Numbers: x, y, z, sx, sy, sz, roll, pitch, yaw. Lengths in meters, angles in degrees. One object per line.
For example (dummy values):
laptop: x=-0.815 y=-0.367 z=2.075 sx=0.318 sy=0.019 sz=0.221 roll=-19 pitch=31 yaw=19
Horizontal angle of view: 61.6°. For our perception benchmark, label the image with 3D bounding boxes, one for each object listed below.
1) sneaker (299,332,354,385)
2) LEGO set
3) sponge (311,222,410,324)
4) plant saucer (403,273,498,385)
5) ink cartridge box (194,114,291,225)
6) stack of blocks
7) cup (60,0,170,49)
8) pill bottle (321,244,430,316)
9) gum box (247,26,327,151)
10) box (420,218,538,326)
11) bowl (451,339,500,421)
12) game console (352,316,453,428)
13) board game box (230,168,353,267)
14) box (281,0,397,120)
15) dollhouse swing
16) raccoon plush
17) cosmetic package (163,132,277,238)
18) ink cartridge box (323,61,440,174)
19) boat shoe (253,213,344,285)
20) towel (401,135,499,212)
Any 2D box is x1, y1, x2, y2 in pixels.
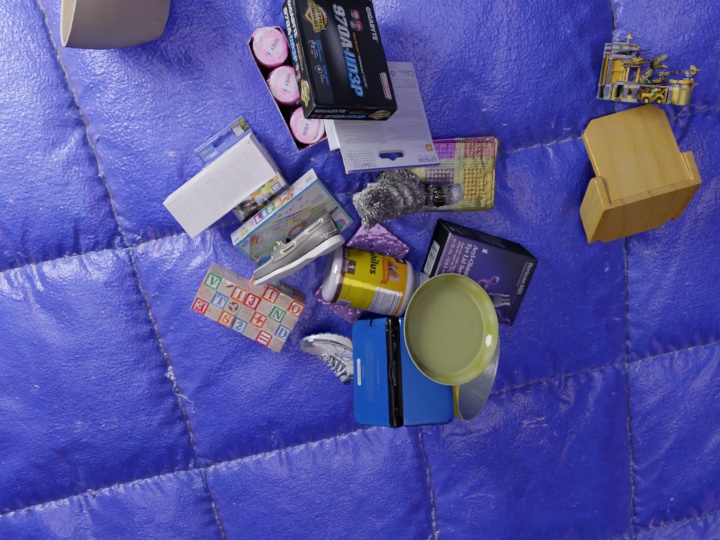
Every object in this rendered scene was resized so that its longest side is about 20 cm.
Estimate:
sneaker: x=-0.033 y=0.185 z=1.236 sx=0.195 sy=0.077 sz=0.087 roll=15 pitch=68 yaw=-10
LEGO set: x=0.507 y=-0.362 z=1.075 sx=0.149 sy=0.200 sz=0.119 roll=7 pitch=109 yaw=13
sponge: x=0.000 y=0.000 z=1.218 sx=0.110 sy=0.030 sz=0.202 roll=33 pitch=102 yaw=-17
plant saucer: x=0.166 y=0.109 z=1.128 sx=0.194 sy=0.031 sz=0.206 roll=2 pitch=84 yaw=-18
ink cartridge box: x=-0.208 y=-0.170 z=1.129 sx=0.118 sy=0.042 sz=0.202 roll=-32 pitch=108 yaw=5
stack of blocks: x=-0.220 y=0.061 z=1.197 sx=0.197 sy=0.059 sz=0.117 roll=28 pitch=104 yaw=-15
cup: x=-0.381 y=-0.437 z=0.949 sx=0.140 sy=0.200 sz=0.205 roll=6 pitch=111 yaw=-34
pill bottle: x=0.030 y=0.024 z=1.155 sx=0.195 sy=0.110 sz=0.112 roll=13 pitch=108 yaw=-13
gum box: x=-0.124 y=-0.320 z=1.045 sx=0.065 sy=0.114 sz=0.203 roll=-25 pitch=110 yaw=3
box: x=0.230 y=0.004 z=1.206 sx=0.195 sy=0.105 sz=0.152 roll=14 pitch=107 yaw=-11
bowl: x=0.203 y=0.199 z=1.258 sx=0.106 sy=0.198 sz=0.206 roll=13 pitch=114 yaw=33
game console: x=0.079 y=0.196 z=1.180 sx=0.116 sy=0.168 sz=0.206 roll=5 pitch=81 yaw=-42
board game box: x=-0.127 y=-0.080 z=1.142 sx=0.198 sy=0.035 sz=0.135 roll=-37 pitch=134 yaw=7
box: x=-0.034 y=-0.346 z=0.981 sx=0.155 sy=0.046 sz=0.206 roll=-6 pitch=77 yaw=-30
dollhouse swing: x=0.532 y=-0.191 z=1.209 sx=0.195 sy=0.180 sz=0.183 roll=-16 pitch=152 yaw=-1
raccoon plush: x=0.081 y=-0.136 z=1.099 sx=0.195 sy=0.134 sz=0.099 roll=-11 pitch=107 yaw=21
cosmetic package: x=-0.249 y=-0.152 z=1.082 sx=0.198 sy=0.051 sz=0.083 roll=-34 pitch=113 yaw=10
ink cartridge box: x=0.028 y=-0.260 z=1.038 sx=0.195 sy=0.040 sz=0.206 roll=-8 pitch=78 yaw=-29
boat shoe: x=-0.122 y=-0.034 z=1.114 sx=0.199 sy=0.072 sz=0.062 roll=-28 pitch=85 yaw=21
towel: x=0.175 y=-0.185 z=1.177 sx=0.194 sy=0.023 sz=0.148 roll=-3 pitch=110 yaw=-5
